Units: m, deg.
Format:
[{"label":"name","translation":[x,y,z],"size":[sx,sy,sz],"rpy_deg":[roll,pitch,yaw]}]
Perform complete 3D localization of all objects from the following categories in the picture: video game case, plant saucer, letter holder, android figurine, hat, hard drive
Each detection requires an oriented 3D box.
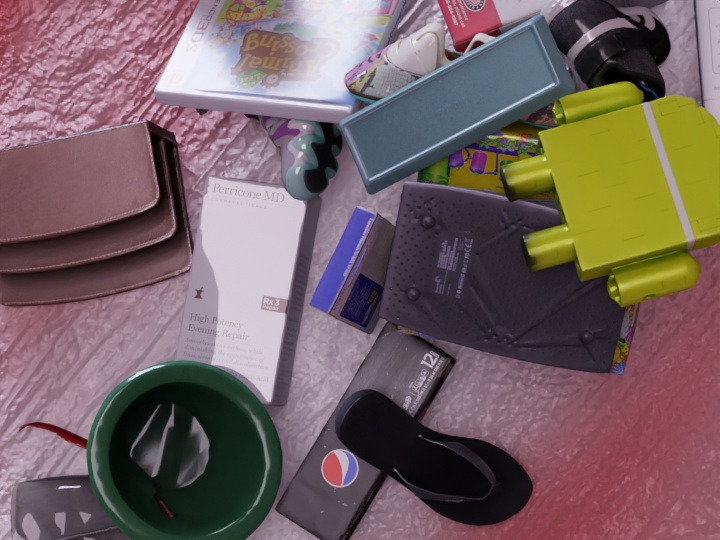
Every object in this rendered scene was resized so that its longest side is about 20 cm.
[{"label":"video game case","translation":[-0.066,-0.215,1.663],"size":[0.200,0.022,0.182],"rpy_deg":[8,58,24]},{"label":"plant saucer","translation":[0.074,-0.135,1.509],"size":[0.200,0.019,0.070],"rpy_deg":[-27,80,23]},{"label":"letter holder","translation":[-0.267,-0.046,1.706],"size":[0.199,0.101,0.143],"rpy_deg":[-11,85,8]},{"label":"android figurine","translation":[0.217,-0.066,1.465],"size":[0.200,0.041,0.182],"rpy_deg":[-17,73,-3]},{"label":"hat","translation":[-0.179,0.161,1.679],"size":[0.166,0.176,0.200],"rpy_deg":[-44,96,-13]},{"label":"hard drive","translation":[0.123,0.002,1.523],"size":[0.199,0.042,0.135],"rpy_deg":[14,110,8]}]

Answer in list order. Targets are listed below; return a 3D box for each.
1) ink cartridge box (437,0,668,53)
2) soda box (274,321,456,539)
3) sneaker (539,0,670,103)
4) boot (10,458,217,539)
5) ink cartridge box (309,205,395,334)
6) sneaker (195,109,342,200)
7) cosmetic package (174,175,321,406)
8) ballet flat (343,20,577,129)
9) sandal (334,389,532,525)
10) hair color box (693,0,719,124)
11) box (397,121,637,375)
[{"label":"ink cartridge box","translation":[0.159,-0.283,1.632],"size":[0.200,0.145,0.146],"rpy_deg":[-20,80,8]},{"label":"soda box","translation":[0.006,0.147,1.661],"size":[0.071,0.063,0.200],"rpy_deg":[31,90,11]},{"label":"sneaker","translation":[0.229,-0.170,1.581],"size":[0.073,0.200,0.112],"rpy_deg":[-39,67,24]},{"label":"boot","translation":[-0.215,0.262,1.683],"size":[0.199,0.073,0.182],"rpy_deg":[-12,69,2]},{"label":"ink cartridge box","translation":[0.000,0.000,1.606],"size":[0.037,0.200,0.095],"rpy_deg":[26,88,10]},{"label":"sneaker","translation":[-0.088,-0.145,1.684],"size":[0.140,0.078,0.200],"rpy_deg":[-4,54,17]},{"label":"cosmetic package","translation":[-0.104,0.019,1.686],"size":[0.101,0.074,0.201],"rpy_deg":[8,87,9]},{"label":"ballet flat","translation":[0.085,-0.169,1.546],"size":[0.199,0.069,0.071],"rpy_deg":[11,130,11]},{"label":"sandal","translation":[0.066,0.172,1.616],"size":[0.200,0.043,0.076],"rpy_deg":[26,93,-23]},{"label":"hair color box","translation":[0.351,-0.163,1.633],"size":[0.099,0.061,0.201],"rpy_deg":[-4,84,9]},{"label":"box","translation":[0.150,-0.033,1.594],"size":[0.199,0.122,0.193],"rpy_deg":[11,108,10]}]
